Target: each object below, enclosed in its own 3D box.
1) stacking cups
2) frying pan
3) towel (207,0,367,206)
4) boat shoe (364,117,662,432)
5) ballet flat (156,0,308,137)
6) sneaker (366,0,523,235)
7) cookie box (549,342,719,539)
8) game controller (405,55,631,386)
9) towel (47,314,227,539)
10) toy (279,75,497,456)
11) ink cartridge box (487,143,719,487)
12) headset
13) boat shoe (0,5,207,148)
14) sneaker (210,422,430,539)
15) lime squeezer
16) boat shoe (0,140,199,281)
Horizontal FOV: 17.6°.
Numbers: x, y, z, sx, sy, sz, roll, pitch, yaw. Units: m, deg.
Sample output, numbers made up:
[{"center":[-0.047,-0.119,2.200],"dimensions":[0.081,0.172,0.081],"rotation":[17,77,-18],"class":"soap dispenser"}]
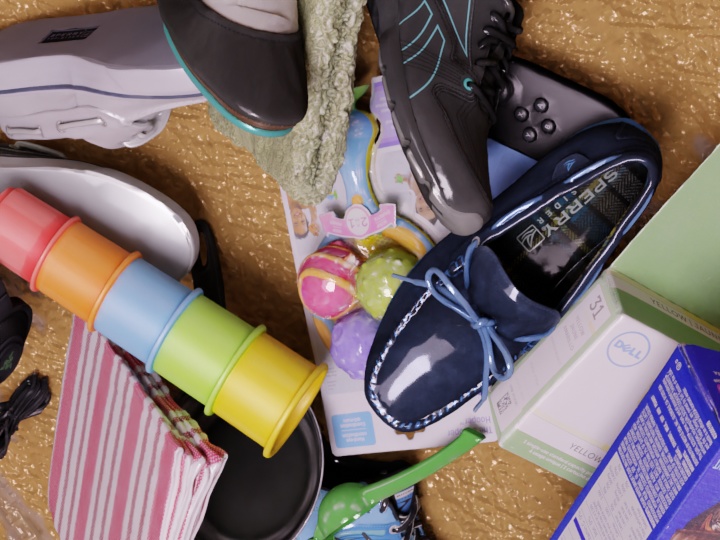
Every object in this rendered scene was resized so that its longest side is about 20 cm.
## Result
[{"center":[-0.113,0.020,1.254],"dimensions":[0.200,0.060,0.061],"rotation":[34,115,9],"class":"stacking cups"},{"center":[-0.084,0.080,1.309],"dimensions":[0.115,0.031,0.191],"rotation":[-38,63,17],"class":"frying pan"},{"center":[-0.035,-0.147,1.202],"dimensions":[0.036,0.148,0.201],"rotation":[-1,112,-24],"class":"towel"},{"center":[0.071,0.000,1.176],"dimensions":[0.084,0.069,0.200],"rotation":[36,99,-9],"class":"boat shoe"},{"center":[-0.071,-0.146,1.162],"dimensions":[0.068,0.200,0.069],"rotation":[5,123,-29],"class":"ballet flat"},{"center":[0.045,-0.116,1.176],"dimensions":[0.079,0.075,0.201],"rotation":[-15,69,5],"class":"sneaker"},{"center":[0.190,0.149,1.161],"dimensions":[0.170,0.075,0.201],"rotation":[14,123,-24],"class":"cookie box"},{"center":[0.075,-0.014,1.248],"dimensions":[0.104,0.042,0.201],"rotation":[29,115,20],"class":"game controller"},{"center":[-0.131,0.118,1.306],"dimensions":[0.030,0.200,0.147],"rotation":[1,115,-26],"class":"towel"},{"center":[0.000,0.000,1.245],"dimensions":[0.115,0.047,0.201],"rotation":[-9,91,39],"class":"toy"},{"center":[0.182,0.039,1.199],"dimensions":[0.145,0.048,0.200],"rotation":[27,120,-27],"class":"ink cartridge box"},{"center":[-0.230,0.024,1.306],"dimensions":[0.123,0.094,0.201],"rotation":[16,136,34],"class":"headset"},{"center":[-0.130,-0.100,1.262],"dimensions":[0.199,0.074,0.066],"rotation":[6,128,44],"class":"boat shoe"},{"center":[0.012,0.155,1.313],"dimensions":[0.200,0.078,0.090],"rotation":[37,112,3],"class":"sneaker"},{"center":[0.002,0.161,1.266],"dimensions":[0.070,0.038,0.201],"rotation":[22,106,5],"class":"lime squeezer"},{"center":[-0.179,-0.040,1.313],"dimensions":[0.199,0.064,0.071],"rotation":[14,113,12],"class":"boat shoe"}]
